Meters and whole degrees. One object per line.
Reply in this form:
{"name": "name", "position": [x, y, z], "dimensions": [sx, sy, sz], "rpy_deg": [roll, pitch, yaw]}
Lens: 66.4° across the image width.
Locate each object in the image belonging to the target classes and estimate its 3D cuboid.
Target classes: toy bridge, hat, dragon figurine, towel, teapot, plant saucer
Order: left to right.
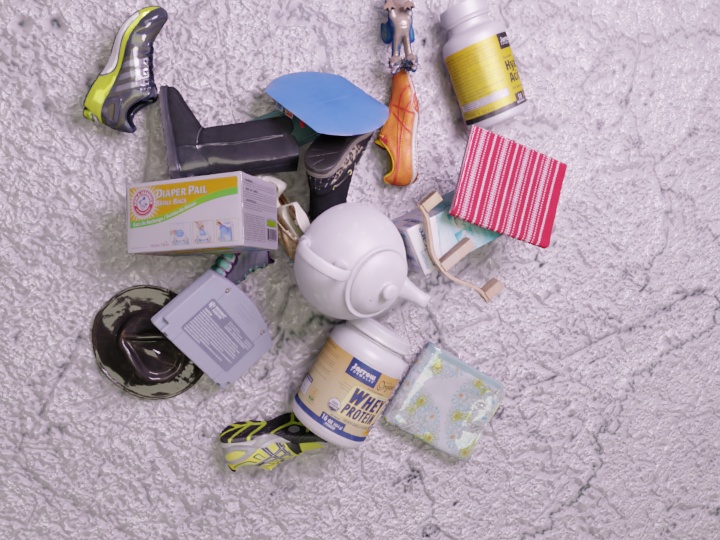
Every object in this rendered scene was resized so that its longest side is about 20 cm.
{"name": "hat", "position": [-0.342, 0.128, 0.893], "dimensions": [0.197, 0.081, 0.205], "rpy_deg": [-2, 99, -12]}
{"name": "plant saucer", "position": [-0.140, -0.231, 0.922], "dimensions": [0.197, 0.019, 0.071], "rpy_deg": [-25, 103, -10]}
{"name": "teapot", "position": [0.000, 0.000, 0.849], "dimensions": [0.198, 0.146, 0.200], "rpy_deg": [-29, 132, -23]}
{"name": "dragon figurine", "position": [0.062, -0.414, 0.912], "dimensions": [0.058, 0.100, 0.203], "rpy_deg": [-4, 56, 0]}
{"name": "towel", "position": [0.164, 0.252, 1.049], "dimensions": [0.198, 0.048, 0.173], "rpy_deg": [31, 89, -15]}
{"name": "toy bridge", "position": [0.149, -0.024, 0.865], "dimensions": [0.067, 0.027, 0.201], "rpy_deg": [-38, 105, -3]}
{"name": "towel", "position": [0.238, -0.128, 0.871], "dimensions": [0.197, 0.022, 0.147], "rpy_deg": [16, 87, -22]}

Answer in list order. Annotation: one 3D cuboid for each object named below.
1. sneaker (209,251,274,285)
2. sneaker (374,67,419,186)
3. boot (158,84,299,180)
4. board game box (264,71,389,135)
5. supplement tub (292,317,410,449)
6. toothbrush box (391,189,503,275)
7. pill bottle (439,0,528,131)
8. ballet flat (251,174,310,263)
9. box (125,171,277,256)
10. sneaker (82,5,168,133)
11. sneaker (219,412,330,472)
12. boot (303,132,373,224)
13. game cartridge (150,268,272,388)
{"name": "sneaker", "position": [-0.195, -0.006, 0.915], "dimensions": [0.087, 0.074, 0.202], "rpy_deg": [30, 90, -20]}
{"name": "sneaker", "position": [0.062, -0.248, 0.942], "dimensions": [0.076, 0.073, 0.204], "rpy_deg": [-1, 95, 0]}
{"name": "boot", "position": [-0.204, -0.224, 0.864], "dimensions": [0.196, 0.066, 0.168], "rpy_deg": [-11, 77, -10]}
{"name": "board game box", "position": [-0.052, -0.253, 0.876], "dimensions": [0.157, 0.200, 0.039], "rpy_deg": [-27, 147, -36]}
{"name": "supplement tub", "position": [-0.013, 0.183, 0.947], "dimensions": [0.143, 0.144, 0.202], "rpy_deg": [30, 91, -15]}
{"name": "toothbrush box", "position": [0.157, -0.080, 0.948], "dimensions": [0.198, 0.146, 0.086], "rpy_deg": [-27, 103, -7]}
{"name": "pill bottle", "position": [0.205, -0.351, 0.938], "dimensions": [0.110, 0.111, 0.203], "rpy_deg": [-25, 103, -8]}
{"name": "ballet flat", "position": [-0.130, -0.105, 0.887], "dimensions": [0.065, 0.070, 0.201], "rpy_deg": [-33, 96, 38]}
{"name": "box", "position": [-0.237, -0.078, 0.825], "dimensions": [0.196, 0.112, 0.103], "rpy_deg": [-3, 88, 18]}
{"name": "sneaker", "position": [-0.338, -0.301, 0.836], "dimensions": [0.080, 0.074, 0.202], "rpy_deg": [29, 98, -9]}
{"name": "sneaker", "position": [-0.146, 0.307, 0.977], "dimensions": [0.196, 0.076, 0.078], "rpy_deg": [-3, 106, -2]}
{"name": "boot", "position": [-0.035, -0.166, 0.924], "dimensions": [0.072, 0.204, 0.155], "rpy_deg": [21, 136, 14]}
{"name": "game cartridge", "position": [-0.227, 0.094, 0.889], "dimensions": [0.133, 0.040, 0.201], "rpy_deg": [-40, 136, -12]}
